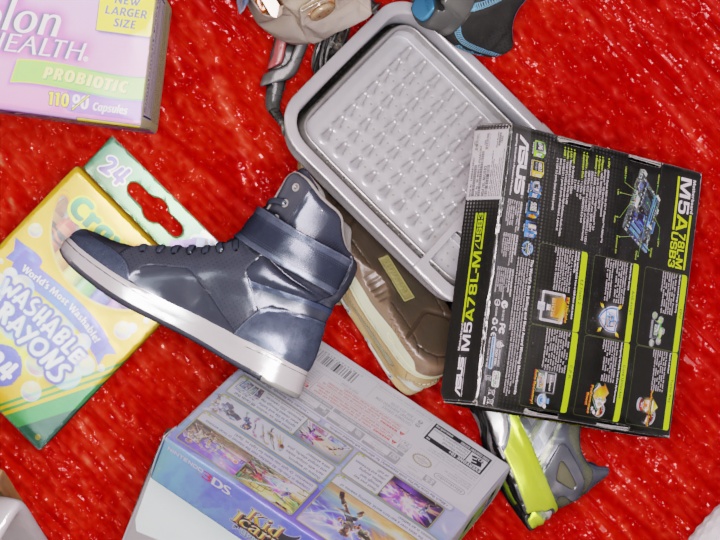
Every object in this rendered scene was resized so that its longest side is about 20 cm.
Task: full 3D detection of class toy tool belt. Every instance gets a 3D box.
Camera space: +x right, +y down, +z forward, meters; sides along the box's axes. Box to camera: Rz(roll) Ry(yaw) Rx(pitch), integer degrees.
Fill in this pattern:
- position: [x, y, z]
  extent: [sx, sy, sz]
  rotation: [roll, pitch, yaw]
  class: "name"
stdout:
- position: [-0.069, -0.260, 1.623]
  extent: [0.124, 0.123, 0.201]
  rotation: [-26, 76, 21]
  class: "toy tool belt"

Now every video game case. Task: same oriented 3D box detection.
- position: [-0.019, 0.142, 1.621]
  extent: [0.199, 0.181, 0.046]
  rotation: [33, 126, 12]
  class: "video game case"

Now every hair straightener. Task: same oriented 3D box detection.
- position: [-0.023, -0.193, 1.692]
  extent: [0.076, 0.041, 0.202]
  rotation: [13, 86, -2]
  class: "hair straightener"

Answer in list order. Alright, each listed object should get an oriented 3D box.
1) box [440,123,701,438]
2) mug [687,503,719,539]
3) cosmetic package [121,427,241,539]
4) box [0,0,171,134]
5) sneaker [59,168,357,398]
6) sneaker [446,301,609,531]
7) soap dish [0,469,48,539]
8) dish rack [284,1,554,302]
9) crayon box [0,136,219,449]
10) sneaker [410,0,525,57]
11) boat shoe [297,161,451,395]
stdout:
- position: [0.154, 0.010, 1.647]
  extent: [0.192, 0.047, 0.202]
  rotation: [11, 84, -39]
  class: "box"
- position: [0.327, 0.237, 1.678]
  extent: [0.175, 0.148, 0.200]
  rotation: [-37, 123, 7]
  class: "mug"
- position: [-0.069, 0.192, 1.672]
  extent: [0.198, 0.107, 0.091]
  rotation: [20, 93, -1]
  class: "cosmetic package"
- position: [-0.227, -0.155, 1.610]
  extent: [0.174, 0.200, 0.098]
  rotation: [7, 91, -3]
  class: "box"
- position: [-0.099, -0.020, 1.622]
  extent: [0.201, 0.077, 0.147]
  rotation: [27, 89, 9]
  class: "sneaker"
- position: [0.119, 0.086, 1.700]
  extent: [0.080, 0.074, 0.202]
  rotation: [-21, 97, -12]
  class: "sneaker"
- position: [-0.306, 0.239, 1.620]
  extent: [0.081, 0.158, 0.201]
  rotation: [26, 72, 12]
  class: "soap dish"
- position: [0.048, -0.081, 1.672]
  extent: [0.200, 0.044, 0.172]
  rotation: [45, 59, -3]
  class: "dish rack"
- position: [-0.210, 0.015, 1.689]
  extent: [0.126, 0.052, 0.200]
  rotation: [44, 89, -2]
  class: "crayon box"
- position: [0.111, -0.254, 1.694]
  extent: [0.082, 0.073, 0.201]
  rotation: [30, 87, -30]
  class: "sneaker"
- position: [0.000, 0.000, 1.687]
  extent: [0.071, 0.076, 0.201]
  rotation: [-13, 70, -34]
  class: "boat shoe"
